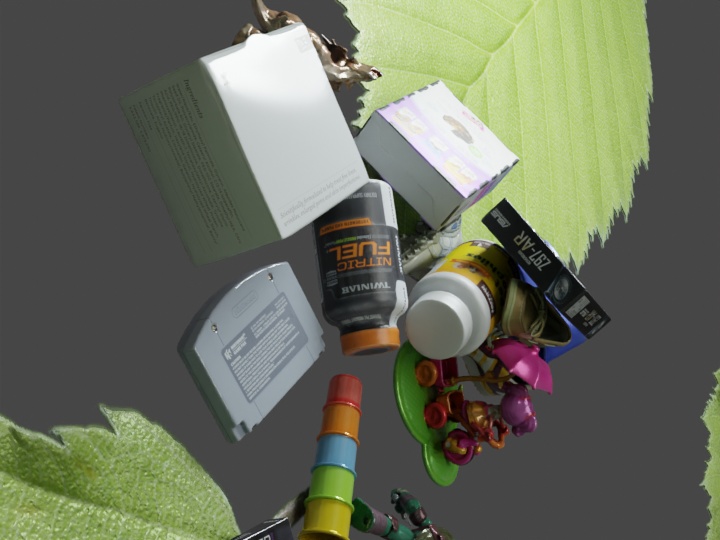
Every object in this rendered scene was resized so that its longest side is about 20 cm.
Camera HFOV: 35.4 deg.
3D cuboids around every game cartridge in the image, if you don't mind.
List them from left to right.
[{"bbox_3d":[-0.117,0.077,1.226,0.200,0.040,0.134,-45,117,-52],"label":"game cartridge"}]

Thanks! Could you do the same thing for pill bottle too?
[{"bbox_3d":[0.000,0.000,1.358,0.106,0.106,0.202,8,70,-53],"label":"pill bottle"},{"bbox_3d":[0.127,0.039,1.426,0.200,0.109,0.110,-39,109,-59],"label":"pill bottle"}]

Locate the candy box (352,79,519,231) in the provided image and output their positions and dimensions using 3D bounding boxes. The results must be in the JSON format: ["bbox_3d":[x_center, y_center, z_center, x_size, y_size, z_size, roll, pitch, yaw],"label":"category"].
[{"bbox_3d":[0.106,-0.162,1.547,0.168,0.072,0.200,45,35,7],"label":"candy box"}]

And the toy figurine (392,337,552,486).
[{"bbox_3d":[0.162,0.166,1.449,0.150,0.183,0.202,0,77,-54],"label":"toy figurine"}]

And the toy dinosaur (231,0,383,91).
[{"bbox_3d":[-0.077,-0.278,1.392,0.200,0.086,0.136,47,29,-9],"label":"toy dinosaur"}]

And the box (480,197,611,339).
[{"bbox_3d":[0.242,0.001,1.451,0.161,0.043,0.200,51,8,23],"label":"box"}]

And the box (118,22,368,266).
[{"bbox_3d":[-0.120,-0.139,1.225,0.199,0.130,0.201,-37,107,-53],"label":"box"}]

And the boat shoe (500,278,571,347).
[{"bbox_3d":[0.226,0.061,1.449,0.201,0.063,0.074,45,57,-64],"label":"boat shoe"}]

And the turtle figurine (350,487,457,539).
[{"bbox_3d":[0.059,0.327,1.318,0.199,0.100,0.151,20,61,-45],"label":"turtle figurine"}]

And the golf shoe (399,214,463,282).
[{"bbox_3d":[0.091,-0.012,1.522,0.200,0.078,0.098,-32,112,-52],"label":"golf shoe"}]

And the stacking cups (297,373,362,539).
[{"bbox_3d":[-0.024,0.213,1.277,0.060,0.060,0.201,42,45,-37],"label":"stacking cups"}]

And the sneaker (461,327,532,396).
[{"bbox_3d":[0.175,0.097,1.568,0.200,0.090,0.075,51,51,-31],"label":"sneaker"}]

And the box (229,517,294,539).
[{"bbox_3d":[-0.122,0.342,1.110,0.199,0.036,0.144,-15,89,-57],"label":"box"}]

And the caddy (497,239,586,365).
[{"bbox_3d":[0.236,0.053,1.627,0.104,0.141,0.202,-17,77,-20],"label":"caddy"}]
